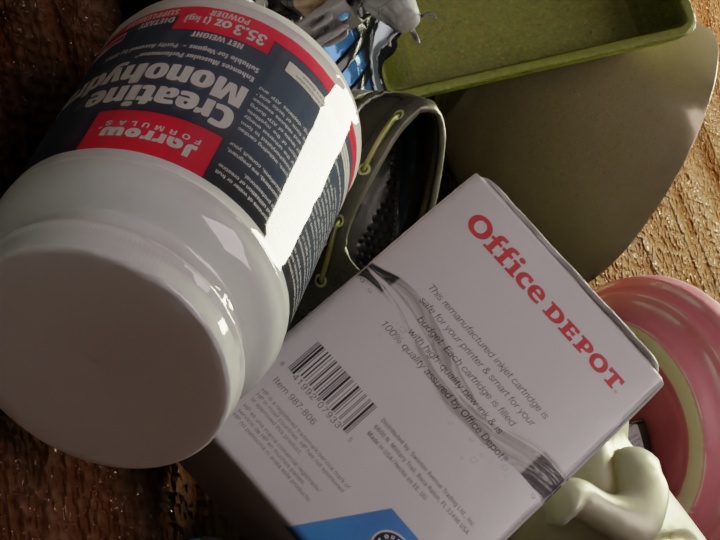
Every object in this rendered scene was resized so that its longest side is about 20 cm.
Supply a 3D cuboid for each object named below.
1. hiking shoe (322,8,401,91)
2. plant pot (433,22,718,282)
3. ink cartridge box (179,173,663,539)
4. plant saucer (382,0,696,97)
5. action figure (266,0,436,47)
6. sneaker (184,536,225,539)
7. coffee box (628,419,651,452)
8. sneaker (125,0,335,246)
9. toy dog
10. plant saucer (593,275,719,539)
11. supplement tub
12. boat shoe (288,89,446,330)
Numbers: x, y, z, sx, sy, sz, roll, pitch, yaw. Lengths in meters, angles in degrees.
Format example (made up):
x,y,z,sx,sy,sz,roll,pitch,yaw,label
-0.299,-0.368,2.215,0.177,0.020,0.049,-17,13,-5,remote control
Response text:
x,y,z,sx,sy,sz,roll,pitch,yaw,label
-0.021,-0.092,1.176,0.086,0.074,0.201,5,71,-38,hiking shoe
0.126,-0.106,1.342,0.134,0.200,0.201,28,46,-13,plant pot
0.029,0.073,1.005,0.200,0.084,0.145,-40,85,-22,ink cartridge box
0.089,-0.197,1.275,0.048,0.199,0.201,84,-8,-62,plant saucer
-0.014,-0.197,1.119,0.200,0.130,0.069,57,-4,28,action figure
-0.048,0.200,0.993,0.082,0.073,0.201,-94,161,-58,sneaker
0.139,0.204,1.270,0.080,0.114,0.201,-3,81,-62,coffee box
-0.082,-0.093,1.052,0.099,0.069,0.201,-18,88,-57,sneaker
0.133,0.133,1.131,0.193,0.139,0.201,-21,83,-50,toy dog
0.183,0.105,1.326,0.051,0.200,0.202,-7,84,-40,plant saucer
-0.087,-0.022,0.924,0.141,0.140,0.200,60,31,-28,supplement tub
-0.002,-0.001,1.098,0.072,0.060,0.203,18,82,-39,boat shoe
